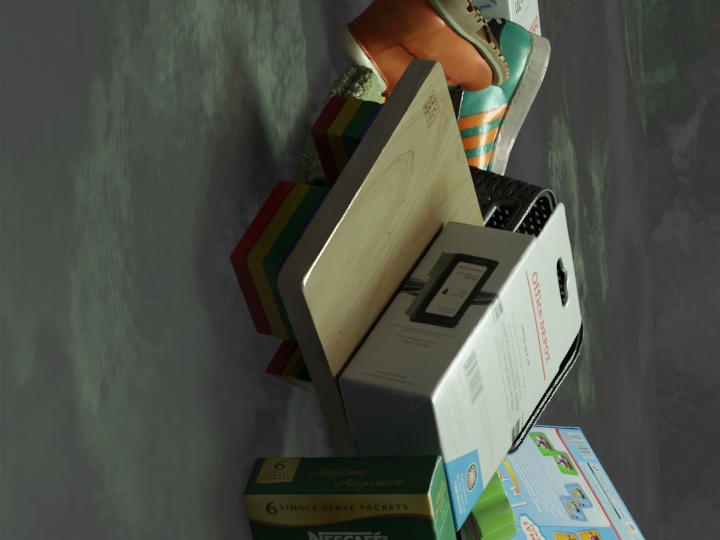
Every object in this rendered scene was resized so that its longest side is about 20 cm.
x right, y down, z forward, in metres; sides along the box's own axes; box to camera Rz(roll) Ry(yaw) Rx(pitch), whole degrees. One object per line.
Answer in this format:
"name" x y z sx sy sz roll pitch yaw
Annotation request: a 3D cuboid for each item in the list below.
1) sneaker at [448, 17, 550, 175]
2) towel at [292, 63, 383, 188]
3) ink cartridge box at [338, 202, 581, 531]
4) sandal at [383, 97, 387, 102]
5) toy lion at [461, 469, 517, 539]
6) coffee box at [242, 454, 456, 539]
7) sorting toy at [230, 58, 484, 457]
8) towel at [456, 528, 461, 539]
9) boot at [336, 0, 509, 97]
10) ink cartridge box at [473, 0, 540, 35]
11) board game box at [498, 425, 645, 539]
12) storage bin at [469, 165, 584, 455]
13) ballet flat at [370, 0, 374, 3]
"sneaker" 0.084 -0.115 1.959 0.201 0.080 0.071 -68 -161 0
"towel" -0.009 -0.044 1.642 0.200 0.036 0.149 -69 152 -56
"ink cartridge box" 0.068 0.052 1.505 0.200 0.068 0.116 -53 144 -40
"sandal" 0.048 -0.104 1.840 0.207 0.059 0.079 9 78 -76
"toy lion" 0.067 0.129 1.669 0.192 0.068 0.200 -120 -173 -51
"coffee box" 0.004 0.206 1.461 0.044 0.123 0.201 -66 151 -57
"sorting toy" 0.000 0.000 1.506 0.200 0.069 0.199 -59 147 -35
"towel" 0.024 0.274 1.601 0.145 0.024 0.201 -17 108 -43
"boot" 0.045 -0.167 1.771 0.075 0.107 0.200 58 9 20
"ink cartridge box" 0.097 -0.276 2.036 0.147 0.086 0.201 -61 144 -66
"board game box" 0.150 0.195 1.938 0.200 0.037 0.152 9 45 -51
"storage bin" 0.091 0.029 1.823 0.135 0.094 0.200 -54 146 -28
"ballet flat" 0.051 -0.198 1.865 0.200 0.071 0.072 55 34 -67
